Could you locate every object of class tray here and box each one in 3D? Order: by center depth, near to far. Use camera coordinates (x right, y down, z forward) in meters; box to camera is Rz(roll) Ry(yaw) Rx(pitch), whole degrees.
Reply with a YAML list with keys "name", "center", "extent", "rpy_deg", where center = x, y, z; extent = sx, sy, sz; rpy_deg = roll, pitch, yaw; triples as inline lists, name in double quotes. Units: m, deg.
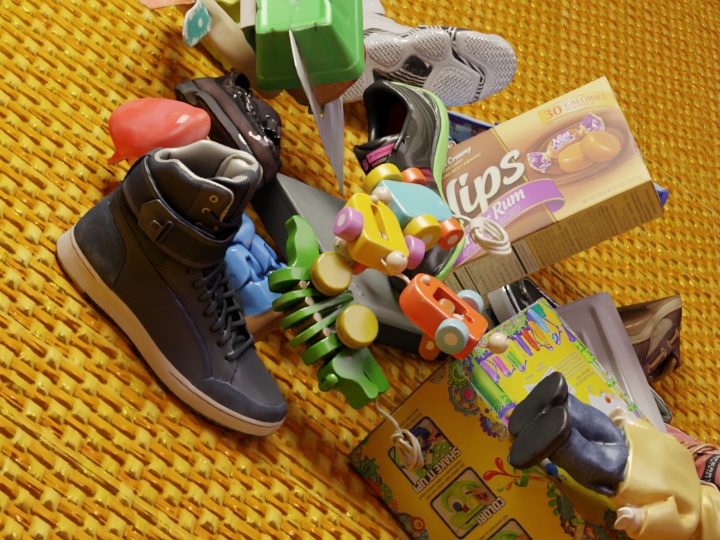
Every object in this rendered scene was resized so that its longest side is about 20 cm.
- name: "tray"
  center: [0.185, 0.105, 1.804]
  extent: [0.022, 0.106, 0.201]
  rpy_deg: [71, 1, -53]

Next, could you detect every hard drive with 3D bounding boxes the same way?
- name: "hard drive"
  center: [0.000, 0.000, 1.732]
  extent: [0.140, 0.033, 0.200]
  rpy_deg: [57, 17, 23]

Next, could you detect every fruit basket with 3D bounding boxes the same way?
- name: "fruit basket"
  center: [-0.040, -0.184, 1.761]
  extent: [0.200, 0.093, 0.187]
  rpy_deg: [78, 9, -63]

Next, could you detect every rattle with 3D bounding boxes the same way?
- name: "rattle"
  center: [-0.092, -0.230, 1.797]
  extent: [0.131, 0.142, 0.200]
  rpy_deg: [65, 8, 26]

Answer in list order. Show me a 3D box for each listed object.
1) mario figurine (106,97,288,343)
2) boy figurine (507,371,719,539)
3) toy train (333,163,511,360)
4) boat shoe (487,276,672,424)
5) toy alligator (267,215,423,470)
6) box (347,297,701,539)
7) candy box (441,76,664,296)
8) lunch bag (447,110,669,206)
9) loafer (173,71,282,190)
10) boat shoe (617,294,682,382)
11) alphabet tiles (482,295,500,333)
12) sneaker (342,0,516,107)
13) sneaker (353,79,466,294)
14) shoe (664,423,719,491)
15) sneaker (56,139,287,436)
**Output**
- name: "mario figurine"
  center: [-0.126, -0.034, 1.620]
  extent: [0.201, 0.106, 0.123]
  rpy_deg: [56, -10, 0]
- name: "boy figurine"
  center: [0.195, 0.147, 1.538]
  extent: [0.199, 0.064, 0.125]
  rpy_deg: [34, 29, -24]
- name: "toy train"
  center: [0.043, 0.000, 1.593]
  extent: [0.150, 0.056, 0.200]
  rpy_deg: [37, 24, -5]
- name: "boat shoe"
  center: [0.194, 0.070, 1.893]
  extent: [0.200, 0.071, 0.072]
  rpy_deg: [49, 26, 7]
- name: "toy alligator"
  center: [-0.019, 0.057, 1.548]
  extent: [0.054, 0.059, 0.201]
  rpy_deg: [-21, 82, -34]
- name: "box"
  center: [0.127, 0.149, 1.641]
  extent: [0.193, 0.122, 0.200]
  rpy_deg: [49, 26, 8]
- name: "candy box"
  center: [0.132, -0.061, 1.773]
  extent: [0.057, 0.198, 0.117]
  rpy_deg: [58, 12, -53]
- name: "lunch bag"
  center: [0.160, -0.077, 1.927]
  extent: [0.150, 0.095, 0.199]
  rpy_deg: [22, -10, -38]
- name: "loafer"
  center: [-0.091, -0.119, 1.688]
  extent: [0.072, 0.063, 0.200]
  rpy_deg: [67, -11, -24]
- name: "boat shoe"
  center: [0.262, 0.069, 2.032]
  extent: [0.200, 0.071, 0.073]
  rpy_deg: [-24, 101, -73]
- name: "alphabet tiles"
  center: [0.123, 0.070, 1.880]
  extent: [0.200, 0.008, 0.168]
  rpy_deg: [40, 27, -10]
- name: "sneaker"
  center: [0.040, -0.204, 1.998]
  extent: [0.198, 0.076, 0.115]
  rpy_deg: [-2, 29, -3]
- name: "sneaker"
  center: [0.029, -0.064, 1.723]
  extent: [0.083, 0.077, 0.201]
  rpy_deg: [27, 42, -38]
- name: "shoe"
  center: [0.271, 0.161, 1.796]
  extent: [0.199, 0.091, 0.072]
  rpy_deg: [27, 71, 0]
- name: "sneaker"
  center: [-0.095, 0.007, 1.500]
  extent: [0.202, 0.146, 0.077]
  rpy_deg: [45, 24, -3]
